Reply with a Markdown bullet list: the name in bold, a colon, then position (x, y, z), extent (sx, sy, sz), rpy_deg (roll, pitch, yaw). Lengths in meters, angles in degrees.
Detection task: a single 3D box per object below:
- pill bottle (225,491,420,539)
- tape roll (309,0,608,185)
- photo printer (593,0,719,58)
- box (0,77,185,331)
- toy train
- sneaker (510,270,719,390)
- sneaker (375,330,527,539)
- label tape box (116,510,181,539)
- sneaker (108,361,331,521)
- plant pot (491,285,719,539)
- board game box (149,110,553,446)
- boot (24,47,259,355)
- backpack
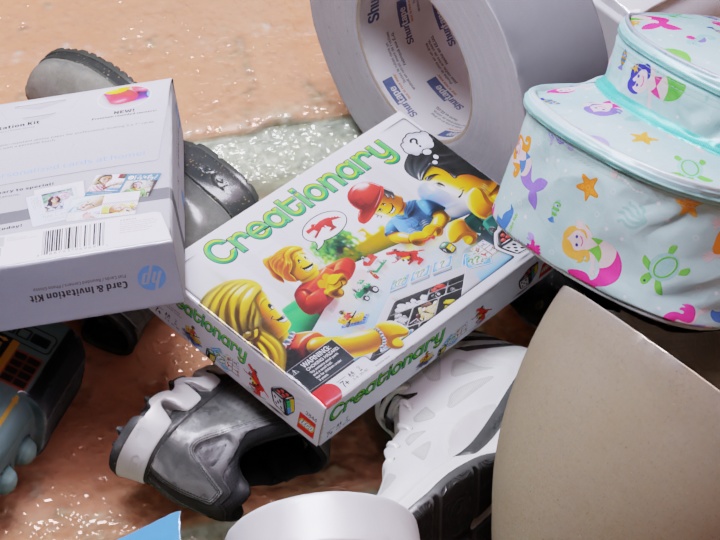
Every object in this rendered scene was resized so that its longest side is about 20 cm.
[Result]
- **pill bottle**: position (-0.009, 0.212, 1.168), extent (0.113, 0.114, 0.201), rpy_deg (-3, 60, -6)
- **tape roll**: position (0.054, -0.135, 1.468), extent (0.066, 0.201, 0.200), rpy_deg (-30, 54, -26)
- **photo printer**: position (0.188, -0.210, 1.588), extent (0.199, 0.070, 0.166), rpy_deg (-28, 51, -27)
- **box**: position (-0.173, -0.035, 1.360), extent (0.155, 0.041, 0.200), rpy_deg (-9, 30, 0)
- **toy train**: position (-0.228, 0.085, 1.332), extent (0.113, 0.085, 0.200), rpy_deg (24, 49, 6)
- **sneaker**: position (0.155, 0.024, 1.426), extent (0.199, 0.072, 0.072), rpy_deg (28, 85, 36)
- **sneaker**: position (0.028, 0.098, 1.347), extent (0.115, 0.076, 0.200), rpy_deg (23, 41, 29)
- **label tape box**: position (-0.150, 0.204, 1.131), extent (0.144, 0.063, 0.201), rpy_deg (-26, 47, 22)
- **sneaker**: position (-0.041, 0.068, 1.369), extent (0.090, 0.067, 0.200), rpy_deg (35, 51, 15)
- **plant pot**: position (0.142, 0.120, 1.262), extent (0.200, 0.200, 0.135), rpy_deg (37, 91, 28)
- **board game box**: position (0.000, 0.000, 1.366), extent (0.126, 0.035, 0.200), rpy_deg (37, 50, 22)
- **boot**: position (-0.161, -0.044, 1.468), extent (0.130, 0.068, 0.200), rpy_deg (-37, 57, -25)
- **backpack**: position (0.174, -0.046, 1.307), extent (0.199, 0.151, 0.177), rpy_deg (-10, 34, -44)
